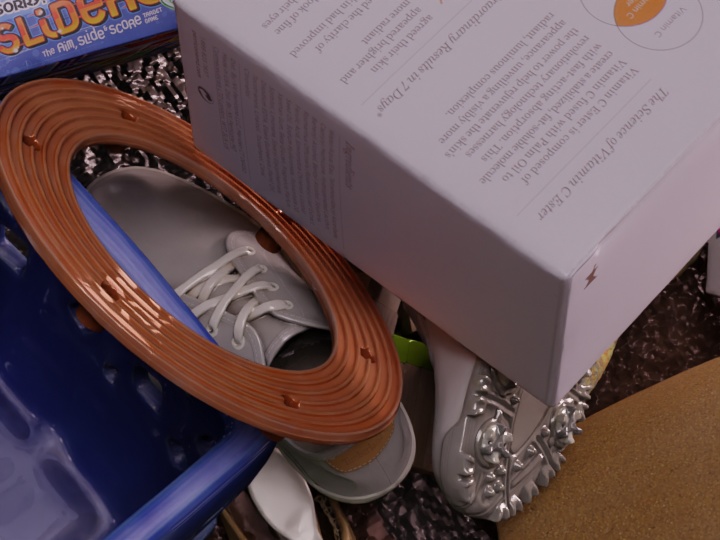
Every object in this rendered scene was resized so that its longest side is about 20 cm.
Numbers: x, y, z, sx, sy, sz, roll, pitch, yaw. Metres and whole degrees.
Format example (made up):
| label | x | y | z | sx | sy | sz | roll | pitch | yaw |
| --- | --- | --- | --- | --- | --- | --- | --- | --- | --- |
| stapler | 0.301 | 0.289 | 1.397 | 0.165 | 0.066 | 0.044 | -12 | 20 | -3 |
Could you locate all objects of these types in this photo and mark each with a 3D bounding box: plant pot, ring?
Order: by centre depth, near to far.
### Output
| label | x | y | z | sx | sy | sz | roll | pitch | yaw |
| --- | --- | --- | --- | --- | --- | --- | --- | --- | --- |
| ring | -0.066 | -0.002 | 0.917 | 0.200 | 0.200 | 0.019 | 45 | 112 | 11 |
| plant pot | -0.172 | 0.080 | 0.962 | 0.200 | 0.180 | 0.200 | -38 | 78 | -20 |
| plant pot | 0.163 | 0.118 | 1.010 | 0.200 | 0.186 | 0.187 | -11 | 69 | 6 |

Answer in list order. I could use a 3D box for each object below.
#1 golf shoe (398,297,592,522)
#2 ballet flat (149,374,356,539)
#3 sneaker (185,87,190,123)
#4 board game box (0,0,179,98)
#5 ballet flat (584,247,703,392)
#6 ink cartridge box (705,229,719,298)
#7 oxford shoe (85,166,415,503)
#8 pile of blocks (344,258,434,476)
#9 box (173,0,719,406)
| label | x | y | z | sx | sy | sz | roll | pitch | yaw |
| --- | --- | --- | --- | --- | --- | --- | --- | --- | --- |
| golf shoe | 0.051 | 0.019 | 1.001 | 0.097 | 0.078 | 0.200 | -6 | 54 | 33 |
| ballet flat | -0.056 | 0.066 | 1.046 | 0.069 | 0.063 | 0.200 | -30 | 74 | -12 |
| sneaker | 0.012 | -0.087 | 1.116 | 0.200 | 0.067 | 0.090 | 8 | 49 | -15 |
| board game box | -0.132 | -0.107 | 1.036 | 0.135 | 0.200 | 0.035 | -18 | 95 | -15 |
| ballet flat | 0.100 | 0.007 | 1.067 | 0.071 | 0.071 | 0.200 | 40 | 53 | 9 |
| ink cartridge box | 0.219 | -0.031 | 1.126 | 0.095 | 0.037 | 0.200 | 17 | 62 | -22 |
| oxford shoe | -0.051 | 0.019 | 1.003 | 0.075 | 0.058 | 0.200 | -41 | 68 | -10 |
| pile of blocks | 0.000 | 0.000 | 1.065 | 0.082 | 0.062 | 0.200 | -14 | 99 | -46 |
| box | 0.049 | -0.073 | 0.929 | 0.200 | 0.106 | 0.152 | 37 | 66 | 20 |
